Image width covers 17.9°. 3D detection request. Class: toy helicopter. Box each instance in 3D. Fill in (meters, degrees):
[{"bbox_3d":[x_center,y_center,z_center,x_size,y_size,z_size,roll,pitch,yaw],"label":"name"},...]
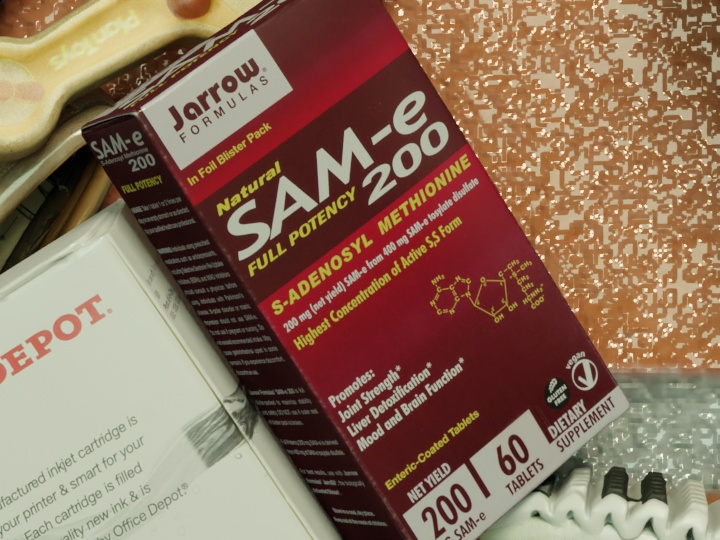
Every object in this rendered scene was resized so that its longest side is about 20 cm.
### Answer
[{"bbox_3d":[-0.069,-0.097,0.886,0.199,0.079,0.133,-32,94,-13],"label":"toy helicopter"}]

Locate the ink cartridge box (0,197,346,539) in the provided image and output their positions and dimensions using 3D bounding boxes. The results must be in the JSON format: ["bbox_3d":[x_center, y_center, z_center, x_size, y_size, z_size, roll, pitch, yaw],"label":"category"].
[{"bbox_3d":[-0.096,0.095,0.859,0.146,0.084,0.201,-31,100,7],"label":"ink cartridge box"}]

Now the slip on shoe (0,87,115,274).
[{"bbox_3d":[-0.159,0.009,0.914,0.060,0.076,0.201,29,84,34],"label":"slip on shoe"}]

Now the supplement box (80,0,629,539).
[{"bbox_3d":[0.000,0.000,0.837,0.109,0.061,0.200,-38,102,-23],"label":"supplement box"}]

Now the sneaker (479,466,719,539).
[{"bbox_3d":[0.137,0.122,0.851,0.199,0.075,0.082,11,96,13],"label":"sneaker"}]

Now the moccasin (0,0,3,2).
[{"bbox_3d":[-0.172,-0.112,0.934,0.080,0.068,0.200,44,96,4],"label":"moccasin"}]
